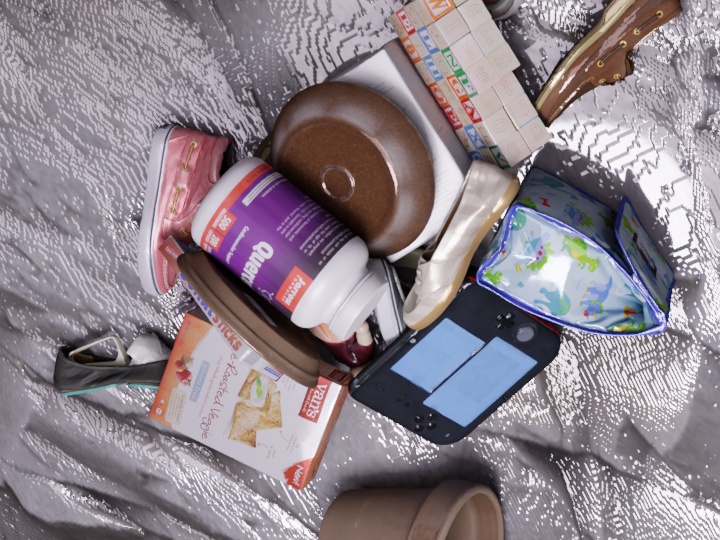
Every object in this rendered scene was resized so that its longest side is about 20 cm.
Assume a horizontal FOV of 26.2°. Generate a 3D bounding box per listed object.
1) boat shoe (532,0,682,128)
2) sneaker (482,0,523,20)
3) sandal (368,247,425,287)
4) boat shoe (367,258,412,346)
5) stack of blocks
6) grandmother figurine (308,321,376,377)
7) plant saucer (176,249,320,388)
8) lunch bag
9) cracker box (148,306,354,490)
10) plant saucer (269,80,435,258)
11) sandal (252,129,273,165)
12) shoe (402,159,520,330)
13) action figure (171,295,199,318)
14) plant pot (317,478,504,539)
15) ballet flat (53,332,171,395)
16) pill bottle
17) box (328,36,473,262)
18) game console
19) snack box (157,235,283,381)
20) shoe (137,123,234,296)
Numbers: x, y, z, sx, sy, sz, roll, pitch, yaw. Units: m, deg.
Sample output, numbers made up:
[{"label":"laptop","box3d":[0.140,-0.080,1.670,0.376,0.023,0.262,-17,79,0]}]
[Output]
[{"label":"boat shoe","box3d":[0.255,-0.222,1.618,0.067,0.072,0.200,41,107,1]},{"label":"sneaker","box3d":[0.157,-0.355,1.600,0.073,0.079,0.202,14,107,10]},{"label":"sandal","box3d":[0.001,-0.001,1.744,0.199,0.057,0.080,4,106,12]},{"label":"boat shoe","box3d":[0.056,0.050,1.714,0.070,0.072,0.200,-18,140,4]},{"label":"stack of blocks","box3d":[0.118,-0.205,1.625,0.058,0.115,0.201,-34,98,-14]},{"label":"grandmother figurine","box3d":[-0.027,0.071,1.738,0.061,0.121,0.200,-42,117,-13]},{"label":"plant saucer","box3d":[-0.112,0.046,1.629,0.200,0.200,0.029,44,95,-2]},{"label":"lunch bag","box3d":[0.239,-0.010,1.630,0.199,0.170,0.128,29,112,4]},{"label":"cracker box","box3d":[-0.123,0.142,1.738,0.199,0.058,0.135,23,104,10]},{"label":"plant saucer","box3d":[-0.018,-0.098,1.625,0.199,0.037,0.202,14,122,24]},{"label":"sandal","box3d":[-0.102,-0.074,1.740,0.054,0.080,0.201,14,99,-29]},{"label":"shoe","box3d":[0.093,-0.027,1.613,0.053,0.070,0.201,27,110,-14]},{"label":"action figure","box3d":[-0.140,0.083,1.798,0.129,0.069,0.201,-22,96,24]},{"label":"plant pot","box3d":[0.047,0.326,1.771,0.174,0.200,0.202,10,108,27]},{"label":"ballet flat","box3d":[-0.276,0.111,1.835,0.198,0.068,0.069,-4,96,13]},{"label":"pill bottle","box3d":[-0.071,-0.019,1.604,0.200,0.112,0.113,38,110,8]},{"label":"box","box3d":[0.037,-0.132,1.679,0.124,0.098,0.201,-30,98,19]},{"label":"game console","box3d":[0.108,0.105,1.715,0.200,0.031,0.176,-44,133,19]},{"label":"snack box","box3d":[-0.151,0.040,1.689,0.024,0.072,0.200,-46,51,7]},{"label":"shoe","box3d":[-0.196,-0.062,1.763,0.090,0.071,0.202,11,103,15]}]
